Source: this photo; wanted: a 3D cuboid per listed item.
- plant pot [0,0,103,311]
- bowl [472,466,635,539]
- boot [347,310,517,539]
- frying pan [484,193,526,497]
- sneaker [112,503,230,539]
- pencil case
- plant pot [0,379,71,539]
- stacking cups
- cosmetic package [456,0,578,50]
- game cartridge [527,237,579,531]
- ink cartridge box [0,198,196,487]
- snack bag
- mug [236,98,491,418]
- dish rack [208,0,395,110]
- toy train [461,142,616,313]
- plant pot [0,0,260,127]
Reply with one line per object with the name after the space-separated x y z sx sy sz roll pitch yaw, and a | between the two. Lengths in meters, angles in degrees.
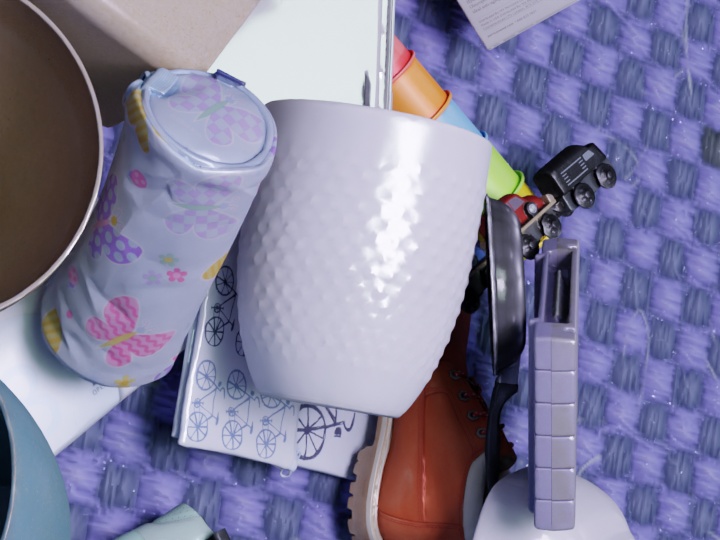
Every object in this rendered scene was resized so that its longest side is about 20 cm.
-0.250 -0.056 1.250 0.199 0.134 0.202 2 79 -12 | plant pot
0.123 0.234 1.469 0.200 0.074 0.202 4 97 -70 | bowl
0.063 0.092 1.486 0.075 0.107 0.202 23 73 -56 | boot
0.090 0.046 1.391 0.031 0.115 0.192 -3 80 2 | frying pan
-0.093 0.245 1.390 0.118 0.074 0.201 -34 102 -25 | sneaker
-0.119 -0.022 1.274 0.090 0.201 0.083 22 40 -7 | pencil case
-0.241 0.151 1.250 0.135 0.199 0.201 40 62 -57 | plant pot
0.059 -0.095 1.539 0.061 0.060 0.200 -47 109 -28 | stacking cups
0.077 -0.269 1.526 0.201 0.085 0.108 56 25 -15 | cosmetic package
0.123 0.070 1.415 0.038 0.200 0.131 5 108 5 | game cartridge
-0.210 0.005 1.350 0.160 0.047 0.201 -39 109 -31 | ink cartridge box
-0.036 0.040 1.456 0.199 0.021 0.190 21 74 -46 | snack bag
0.000 0.000 1.392 0.147 0.200 0.177 9 85 11 | mug
-0.053 -0.173 1.452 0.170 0.044 0.202 4 82 -17 | dish rack
0.104 -0.029 1.503 0.200 0.034 0.046 -40 101 -35 | toy train
-0.150 -0.201 1.306 0.177 0.200 0.200 42 64 -17 | plant pot
